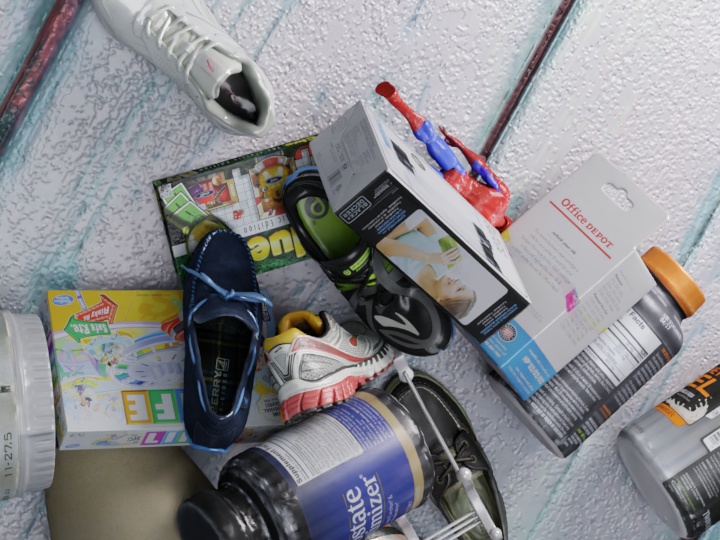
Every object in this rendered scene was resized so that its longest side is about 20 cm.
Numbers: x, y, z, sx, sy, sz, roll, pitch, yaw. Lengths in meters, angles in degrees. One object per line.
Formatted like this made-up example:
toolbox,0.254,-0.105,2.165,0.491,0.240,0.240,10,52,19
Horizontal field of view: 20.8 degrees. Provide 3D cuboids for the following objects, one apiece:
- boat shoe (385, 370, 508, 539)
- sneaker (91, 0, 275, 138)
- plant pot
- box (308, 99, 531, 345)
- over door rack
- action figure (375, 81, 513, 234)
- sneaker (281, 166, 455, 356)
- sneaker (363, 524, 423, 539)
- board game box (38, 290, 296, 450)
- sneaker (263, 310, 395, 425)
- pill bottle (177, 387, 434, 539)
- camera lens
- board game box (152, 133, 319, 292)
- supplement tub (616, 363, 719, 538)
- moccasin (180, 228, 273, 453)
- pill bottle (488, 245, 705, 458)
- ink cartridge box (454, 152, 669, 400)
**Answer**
boat shoe,0.088,0.183,1.803,0.072,0.066,0.201,-30,111,-6
sneaker,-0.136,-0.183,1.611,0.200,0.099,0.078,40,90,-23
plant pot,-0.189,0.223,1.679,0.187,0.187,0.201,-24,97,-10
box,0.051,-0.040,1.653,0.060,0.117,0.200,-39,123,14
over door rack,0.018,0.188,1.734,0.147,0.067,0.201,-29,92,-3
action figure,0.072,-0.088,1.728,0.200,0.052,0.066,40,84,-31
sneaker,0.000,-0.001,1.669,0.071,0.083,0.200,-39,96,14
sneaker,0.019,0.264,1.798,0.199,0.080,0.074,24,99,-20
board game box,-0.163,0.082,1.656,0.199,0.135,0.034,0,148,-23
sneaker,-0.027,0.066,1.673,0.078,0.200,0.082,-22,93,16
pill bottle,-0.046,0.185,1.619,0.199,0.112,0.112,-27,112,-29
camera lens,-0.357,0.114,1.590,0.199,0.160,0.161,-4,106,-17
board game box,-0.073,-0.055,1.710,0.199,0.023,0.105,-18,112,-12
supplement tub,0.353,0.152,1.849,0.200,0.123,0.123,-33,112,-8
moccasin,-0.107,0.051,1.624,0.080,0.068,0.201,3,62,-14
pill bottle,0.221,0.069,1.793,0.200,0.106,0.106,-42,113,-3
ink cartridge box,0.179,0.004,1.745,0.200,0.115,0.068,-41,139,-1
